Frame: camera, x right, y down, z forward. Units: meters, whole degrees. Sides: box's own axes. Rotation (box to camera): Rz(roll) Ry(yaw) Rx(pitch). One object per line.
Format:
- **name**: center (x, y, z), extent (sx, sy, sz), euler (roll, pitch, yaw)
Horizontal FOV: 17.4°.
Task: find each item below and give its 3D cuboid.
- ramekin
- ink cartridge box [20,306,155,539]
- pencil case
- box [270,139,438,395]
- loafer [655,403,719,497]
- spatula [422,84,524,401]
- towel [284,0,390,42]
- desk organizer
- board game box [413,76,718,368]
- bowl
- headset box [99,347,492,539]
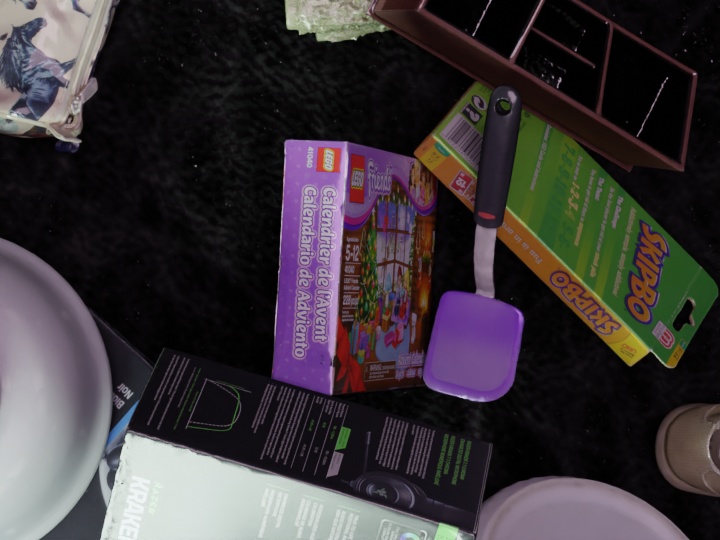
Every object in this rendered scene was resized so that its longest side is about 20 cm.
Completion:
- **ramekin**: center (0.122, 0.210, 1.352), extent (0.202, 0.094, 0.203), euler (15, 48, -17)
- **ink cartridge box**: center (-0.155, 0.157, 1.371), extent (0.198, 0.043, 0.200), euler (39, 87, 20)
- **pencil case**: center (-0.172, -0.173, 1.384), extent (0.089, 0.078, 0.201), euler (18, 88, 20)
- **box**: center (0.000, 0.000, 1.342), extent (0.039, 0.200, 0.137), euler (3, 90, 16)
- **loafer**: center (0.283, 0.119, 1.434), extent (0.199, 0.068, 0.076), euler (2, 90, -5)
- **spatula**: center (0.074, -0.015, 1.370), extent (0.056, 0.021, 0.201), euler (15, 119, 16)
- **towel**: center (0.041, -0.224, 1.427), extent (0.199, 0.036, 0.149), euler (-11, 92, -5)
- **desk organizer**: center (0.112, -0.134, 1.384), extent (0.200, 0.077, 0.072), euler (29, 85, -20)
- **board game box**: center (0.127, -0.029, 1.413), extent (0.200, 0.030, 0.096), euler (43, 43, -2)
- **bowl**: center (-0.244, 0.070, 1.320), extent (0.200, 0.090, 0.202), euler (0, 84, 1)
- **headset box**: center (-0.037, 0.159, 1.243), extent (0.199, 0.093, 0.175), euler (17, 118, 0)
